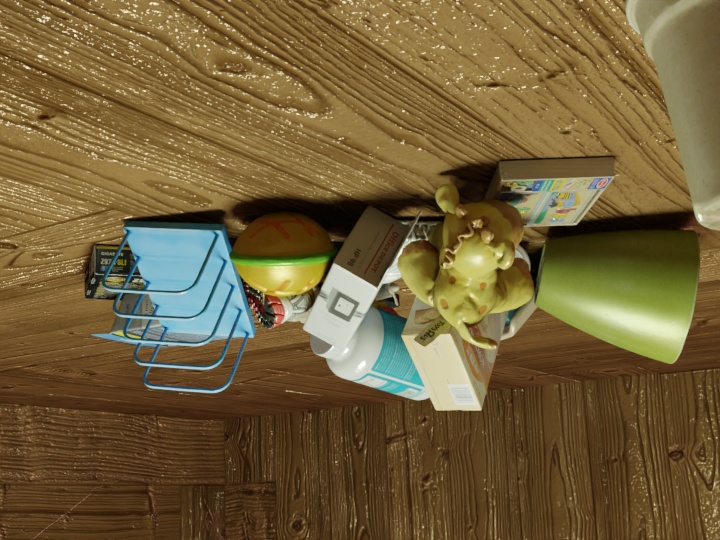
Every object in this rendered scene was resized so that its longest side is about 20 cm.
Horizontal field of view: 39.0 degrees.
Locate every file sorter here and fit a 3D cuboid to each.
[{"bbox_3d":[-0.238,0.051,1.337,0.138,0.123,0.200,2,134,14],"label":"file sorter"}]

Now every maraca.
[{"bbox_3d":[-0.092,-0.024,1.321,0.137,0.107,0.200,5,-171,14],"label":"maraca"}]

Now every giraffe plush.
[{"bbox_3d":[0.133,-0.023,1.219,0.172,0.200,0.163,23,135,10],"label":"giraffe plush"}]

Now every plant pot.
[{"bbox_3d":[0.353,0.022,1.436,0.199,0.188,0.187,9,168,7],"label":"plant pot"},{"bbox_3d":[0.308,-0.131,0.760,0.200,0.184,0.200,-2,167,0],"label":"plant pot"}]

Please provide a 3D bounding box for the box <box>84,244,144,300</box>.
[{"bbox_3d":[-0.307,0.008,1.529,0.199,0.050,0.160,3,163,-19],"label":"box"}]

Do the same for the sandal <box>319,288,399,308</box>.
[{"bbox_3d":[0.000,0.059,1.788,0.075,0.048,0.200,-14,163,40],"label":"sandal"}]

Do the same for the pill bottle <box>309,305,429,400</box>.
[{"bbox_3d":[0.026,0.112,1.460,0.200,0.111,0.111,22,155,-35],"label":"pill bottle"}]

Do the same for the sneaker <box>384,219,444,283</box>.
[{"bbox_3d":[0.079,-0.035,1.374,0.200,0.071,0.080,-14,143,20],"label":"sneaker"}]

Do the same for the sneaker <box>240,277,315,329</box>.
[{"bbox_3d":[-0.125,0.020,1.423,0.082,0.078,0.200,-17,-151,-20],"label":"sneaker"}]

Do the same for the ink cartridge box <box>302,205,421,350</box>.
[{"bbox_3d":[0.000,0.000,1.311,0.067,0.116,0.200,29,141,1],"label":"ink cartridge box"}]

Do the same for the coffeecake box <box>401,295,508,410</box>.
[{"bbox_3d":[0.138,0.069,1.417,0.073,0.200,0.154,-4,132,27],"label":"coffeecake box"}]

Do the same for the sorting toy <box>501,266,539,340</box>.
[{"bbox_3d":[0.248,0.045,1.596,0.036,0.185,0.200,43,158,0],"label":"sorting toy"}]

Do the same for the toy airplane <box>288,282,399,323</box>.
[{"bbox_3d":[-0.026,0.049,1.620,0.198,0.142,0.200,11,-159,-10],"label":"toy airplane"}]

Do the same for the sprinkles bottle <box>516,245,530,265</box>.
[{"bbox_3d":[0.198,0.011,1.585,0.068,0.069,0.200,1,167,-12],"label":"sprinkles bottle"}]

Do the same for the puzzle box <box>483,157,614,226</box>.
[{"bbox_3d":[0.223,-0.092,1.249,0.132,0.026,0.200,-3,166,0],"label":"puzzle box"}]

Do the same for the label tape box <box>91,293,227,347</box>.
[{"bbox_3d":[-0.289,0.071,1.558,0.199,0.066,0.143,-8,164,29],"label":"label tape box"}]
